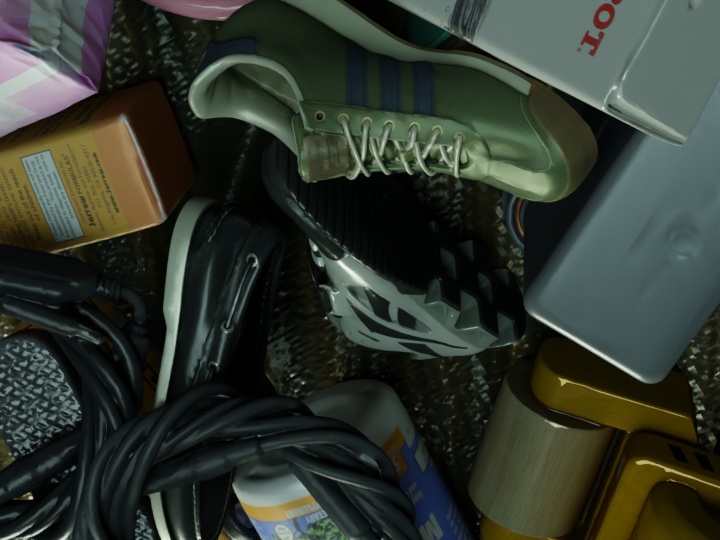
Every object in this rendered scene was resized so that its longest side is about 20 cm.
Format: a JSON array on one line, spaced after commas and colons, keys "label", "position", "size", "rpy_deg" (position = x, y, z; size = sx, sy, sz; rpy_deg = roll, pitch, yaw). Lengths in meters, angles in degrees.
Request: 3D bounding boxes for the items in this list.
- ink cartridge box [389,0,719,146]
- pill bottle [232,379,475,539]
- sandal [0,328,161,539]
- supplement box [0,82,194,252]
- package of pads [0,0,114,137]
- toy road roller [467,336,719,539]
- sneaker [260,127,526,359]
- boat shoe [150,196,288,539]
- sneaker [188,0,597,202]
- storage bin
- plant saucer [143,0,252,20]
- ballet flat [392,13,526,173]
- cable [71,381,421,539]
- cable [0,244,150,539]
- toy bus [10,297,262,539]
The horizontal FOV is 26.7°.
[{"label": "ink cartridge box", "position": [0.086, -0.165, 0.675], "size": [0.199, 0.084, 0.147], "rpy_deg": [34, 102, 35]}, {"label": "pill bottle", "position": [0.015, 0.176, 0.905], "size": [0.111, 0.112, 0.201], "rpy_deg": [-22, 108, 20]}, {"label": "sandal", "position": [-0.154, 0.127, 0.872], "size": [0.075, 0.043, 0.202], "rpy_deg": [-18, 95, 12]}, {"label": "supplement box", "position": [-0.200, -0.045, 0.865], "size": [0.198, 0.067, 0.069], "rpy_deg": [-15, 111, 17]}, {"label": "package of pads", "position": [-0.203, -0.128, 0.769], "size": [0.199, 0.122, 0.075], "rpy_deg": [-15, 149, 42]}, {"label": "toy road roller", "position": [0.159, 0.139, 0.839], "size": [0.198, 0.146, 0.124], "rpy_deg": [18, 117, 3]}, {"label": "sneaker", "position": [0.000, 0.000, 0.820], "size": [0.088, 0.075, 0.200], "rpy_deg": [-23, 136, 31]}, {"label": "boat shoe", "position": [-0.070, 0.063, 0.823], "size": [0.065, 0.074, 0.202], "rpy_deg": [9, 98, 15]}, {"label": "sneaker", "position": [0.006, -0.067, 0.720], "size": [0.199, 0.090, 0.067], "rpy_deg": [29, 148, 21]}, {"label": "storage bin", "position": [0.149, -0.053, 0.759], "size": [0.145, 0.135, 0.201], "rpy_deg": [30, 116, -3]}, {"label": "plant saucer", "position": [-0.073, -0.232, 0.770], "size": [0.198, 0.051, 0.203], "rpy_deg": [4, 114, 9]}, {"label": "ballet flat", "position": [0.041, -0.103, 0.804], "size": [0.072, 0.068, 0.200], "rpy_deg": [33, 119, -28]}, {"label": "cable", "position": [-0.053, 0.140, 0.806], "size": [0.198, 0.051, 0.165], "rpy_deg": [13, 108, -14]}, {"label": "cable", "position": [-0.214, 0.063, 0.821], "size": [0.197, 0.051, 0.165], "rpy_deg": [9, 104, 2]}, {"label": "toy bus", "position": [-0.131, 0.103, 0.920], "size": [0.065, 0.078, 0.200], "rpy_deg": [-36, 103, 23]}]
